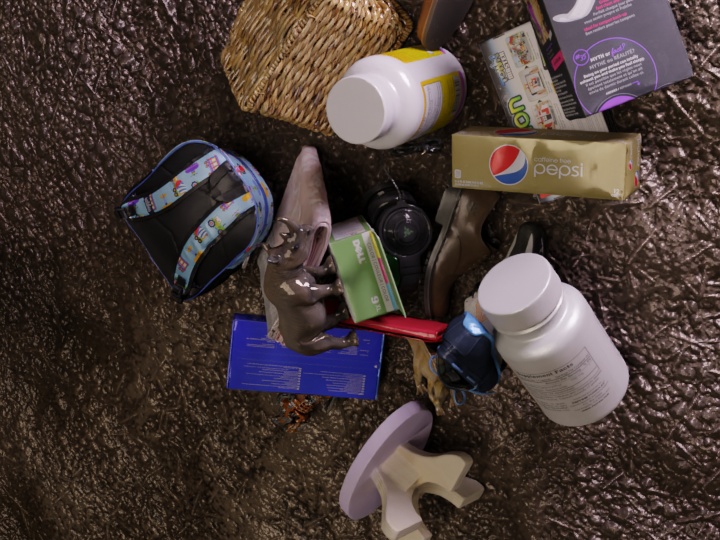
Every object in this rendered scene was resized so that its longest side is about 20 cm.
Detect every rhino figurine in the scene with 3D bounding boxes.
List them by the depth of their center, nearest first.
[{"bbox_3d":[-0.067,0.021,1.205,0.087,0.060,0.200,-19,127,-4],"label":"rhino figurine"}]

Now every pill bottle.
[{"bbox_3d":[0.216,0.078,1.181,0.114,0.114,0.200,-14,131,31],"label":"pill bottle"},{"bbox_3d":[0.040,-0.197,1.183,0.104,0.200,0.104,9,110,26],"label":"pill bottle"}]

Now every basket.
[{"bbox_3d":[-0.061,-0.290,1.290,0.200,0.149,0.143,-52,46,31],"label":"basket"}]

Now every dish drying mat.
[{"bbox_3d":[0.014,0.063,1.319,0.200,0.077,0.018,9,102,22],"label":"dish drying mat"}]

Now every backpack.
[{"bbox_3d":[-0.202,-0.083,1.391,0.200,0.135,0.183,-39,85,33],"label":"backpack"}]

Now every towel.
[{"bbox_3d":[-0.086,-0.036,1.322,0.032,0.200,0.191,14,121,-18],"label":"towel"}]

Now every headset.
[{"bbox_3d":[0.058,-0.067,1.268,0.094,0.124,0.200,-10,123,-8],"label":"headset"}]

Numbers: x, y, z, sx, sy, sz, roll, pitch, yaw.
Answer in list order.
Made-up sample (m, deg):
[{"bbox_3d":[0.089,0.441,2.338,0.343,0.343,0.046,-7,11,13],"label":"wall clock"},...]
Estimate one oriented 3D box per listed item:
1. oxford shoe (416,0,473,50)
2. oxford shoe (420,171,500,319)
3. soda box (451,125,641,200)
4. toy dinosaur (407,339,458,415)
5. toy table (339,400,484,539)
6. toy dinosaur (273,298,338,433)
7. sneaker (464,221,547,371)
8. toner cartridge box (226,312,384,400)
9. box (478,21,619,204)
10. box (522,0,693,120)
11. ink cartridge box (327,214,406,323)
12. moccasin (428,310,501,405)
[{"bbox_3d":[0.098,-0.353,1.185,0.071,0.071,0.200,26,108,30],"label":"oxford shoe"},{"bbox_3d":[0.124,-0.018,1.275,0.084,0.073,0.200,18,122,6],"label":"oxford shoe"},{"bbox_3d":[0.205,-0.122,1.154,0.200,0.068,0.064,6,109,27],"label":"soda box"},{"bbox_3d":[0.087,0.119,1.336,0.058,0.200,0.101,-26,126,-6],"label":"toy dinosaur"},{"bbox_3d":[0.066,0.281,1.356,0.117,0.184,0.200,42,135,30],"label":"toy table"},{"bbox_3d":[-0.082,0.128,1.439,0.136,0.102,0.200,26,92,4],"label":"toy dinosaur"},{"bbox_3d":[0.168,0.028,1.264,0.080,0.074,0.200,26,117,21],"label":"sneaker"},{"bbox_3d":[-0.073,0.114,1.371,0.200,0.043,0.095,6,100,-9],"label":"toner cartridge box"},{"bbox_3d":[0.222,-0.187,1.185,0.110,0.035,0.200,-18,97,32],"label":"box"},{"bbox_3d":[0.245,-0.271,1.081,0.122,0.106,0.200,-21,96,3],"label":"box"},{"bbox_3d":[0.000,0.000,1.271,0.059,0.200,0.104,-18,101,-3],"label":"ink cartridge box"},{"bbox_3d":[0.114,0.105,1.214,0.068,0.200,0.080,-42,62,-8],"label":"moccasin"}]
